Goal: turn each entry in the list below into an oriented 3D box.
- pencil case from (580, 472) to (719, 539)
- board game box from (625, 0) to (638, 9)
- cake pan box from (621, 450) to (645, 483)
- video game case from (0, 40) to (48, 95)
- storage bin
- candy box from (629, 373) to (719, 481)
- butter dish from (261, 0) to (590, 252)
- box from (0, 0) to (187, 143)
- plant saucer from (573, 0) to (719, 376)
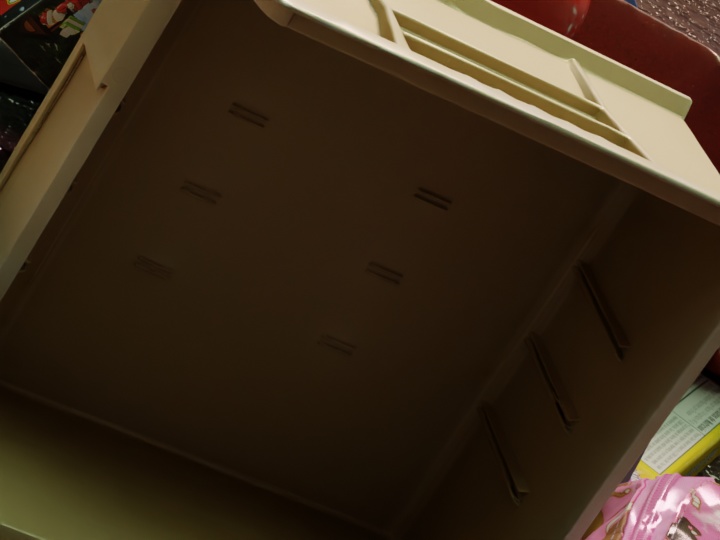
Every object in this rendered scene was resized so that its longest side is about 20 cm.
[{"bbox_3d":[0.085,0.135,0.917,0.083,0.087,0.200,39,25,0],"label":"pencil case"},{"bbox_3d":[0.059,-0.138,1.237,0.135,0.034,0.200,35,-21,44],"label":"board game box"},{"bbox_3d":[0.000,0.000,1.086,0.200,0.052,0.184,12,26,-31],"label":"cake pan box"},{"bbox_3d":[-0.132,-0.125,1.238,0.200,0.024,0.182,15,29,-40],"label":"video game case"},{"bbox_3d":[-0.012,0.010,0.898,0.198,0.200,0.094,23,24,-24],"label":"storage bin"},{"bbox_3d":[0.082,0.057,1.153,0.102,0.026,0.200,37,23,13],"label":"candy box"},{"bbox_3d":[0.015,-0.139,0.990,0.200,0.148,0.200,44,19,-23],"label":"butter dish"},{"bbox_3d":[-0.090,-0.107,0.994,0.137,0.038,0.200,48,12,-42],"label":"box"},{"bbox_3d":[0.095,-0.048,1.216,0.200,0.037,0.200,35,-21,42],"label":"plant saucer"}]
